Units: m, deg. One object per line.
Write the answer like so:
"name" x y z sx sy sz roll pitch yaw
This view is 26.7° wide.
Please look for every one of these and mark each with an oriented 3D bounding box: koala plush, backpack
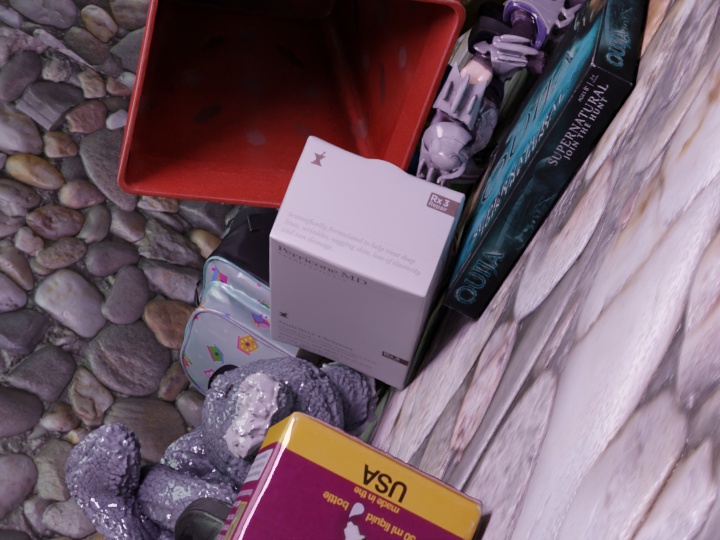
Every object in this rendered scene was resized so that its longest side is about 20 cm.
"koala plush" -0.081 0.144 1.132 0.200 0.184 0.177 -50 -27 21
"backpack" -0.077 0.058 1.398 0.154 0.175 0.200 -61 -1 -28

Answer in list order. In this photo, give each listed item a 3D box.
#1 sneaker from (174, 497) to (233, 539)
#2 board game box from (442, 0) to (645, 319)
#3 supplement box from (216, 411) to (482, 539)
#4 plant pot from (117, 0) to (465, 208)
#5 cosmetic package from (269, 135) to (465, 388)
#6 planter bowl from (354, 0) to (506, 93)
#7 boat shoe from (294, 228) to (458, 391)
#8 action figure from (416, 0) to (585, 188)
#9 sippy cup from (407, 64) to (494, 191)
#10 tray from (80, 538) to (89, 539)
"sneaker" -0.080 0.209 0.964 0.199 0.060 0.104 2 44 49
"board game box" 0.113 -0.081 0.935 0.201 0.028 0.136 -60 7 40
"supplement box" -0.036 0.180 0.718 0.202 0.102 0.131 -64 4 -11
"plant pot" -0.058 -0.177 1.055 0.201 0.198 0.178 112 158 -46
"cosmetic package" 0.000 0.000 1.035 0.200 0.112 0.082 92 -160 -69
"planter bowl" 0.053 -0.224 1.179 0.200 0.084 0.200 -36 1 1
"boat shoe" 0.018 0.027 1.196 0.200 0.075 0.074 -52 4 28
"action figure" 0.093 -0.130 1.053 0.201 0.069 0.130 -61 4 -40
"sippy cup" 0.043 -0.109 1.302 0.131 0.177 0.140 -53 -26 -15
"tray" -0.156 0.256 0.850 0.099 0.037 0.201 -123 30 -43
